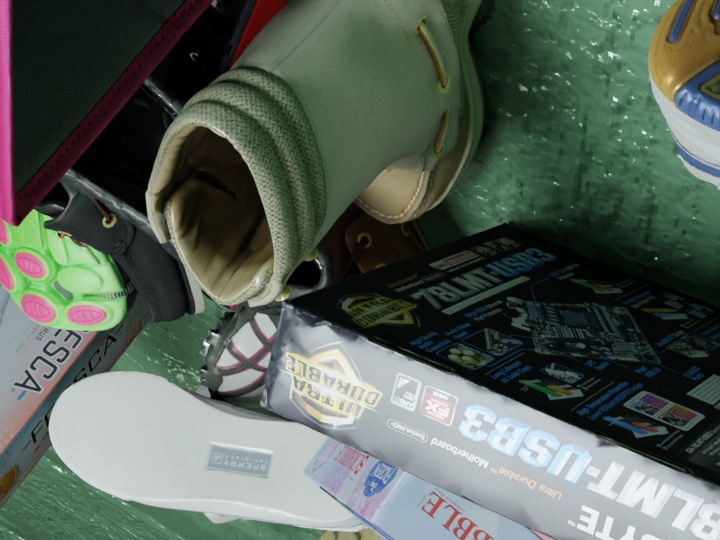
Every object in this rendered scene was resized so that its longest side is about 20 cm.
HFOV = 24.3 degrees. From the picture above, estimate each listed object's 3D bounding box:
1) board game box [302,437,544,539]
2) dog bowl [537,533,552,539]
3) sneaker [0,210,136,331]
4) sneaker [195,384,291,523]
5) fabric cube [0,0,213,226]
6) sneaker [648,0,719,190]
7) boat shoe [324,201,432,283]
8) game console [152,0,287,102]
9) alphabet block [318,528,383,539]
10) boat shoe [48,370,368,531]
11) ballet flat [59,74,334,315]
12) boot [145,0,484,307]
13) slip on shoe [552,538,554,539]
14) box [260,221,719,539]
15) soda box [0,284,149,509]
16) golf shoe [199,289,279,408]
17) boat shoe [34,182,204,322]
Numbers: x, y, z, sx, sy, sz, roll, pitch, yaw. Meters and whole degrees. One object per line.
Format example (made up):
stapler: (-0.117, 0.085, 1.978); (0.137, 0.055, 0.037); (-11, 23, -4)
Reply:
board game box: (0.073, 0.146, 0.760); (0.200, 0.041, 0.199); (39, 173, -6)
dog bowl: (0.106, 0.125, 0.885); (0.199, 0.074, 0.200); (28, 154, 15)
sneaker: (-0.172, -0.032, 0.927); (0.200, 0.083, 0.077); (37, 130, 46)
sneaker: (-0.045, 0.120, 1.002); (0.200, 0.099, 0.078); (20, 153, 50)
fabric cube: (-0.124, -0.175, 0.504); (0.199, 0.200, 0.196); (34, 155, 6)
sneaker: (0.188, -0.030, 0.537); (0.200, 0.075, 0.088); (31, 167, 24)
boat shoe: (0.000, 0.001, 0.775); (0.200, 0.072, 0.068); (48, -166, -24)
game console: (-0.109, -0.156, 0.722); (0.177, 0.031, 0.200); (41, 154, 2)
alphabet block: (0.033, 0.280, 1.025); (0.195, 0.196, 0.200); (44, 180, -16)
boat shoe: (-0.074, 0.103, 0.923); (0.199, 0.072, 0.069); (4, 159, 17)
ballet flat: (-0.090, -0.052, 0.692); (0.200, 0.067, 0.057); (35, 165, -15)
boot: (-0.014, -0.044, 0.641); (0.072, 0.155, 0.200); (29, 153, 13)
slip on shoe: (0.118, 0.102, 0.679); (0.074, 0.061, 0.200); (19, -164, 11)
box: (0.096, 0.047, 0.648); (0.198, 0.200, 0.050); (21, 108, 24)
soda box: (-0.194, 0.054, 0.980); (0.068, 0.200, 0.064); (30, 154, 12)
golf shoe: (-0.036, 0.031, 0.898); (0.088, 0.077, 0.200); (25, 153, 9)
boat shoe: (-0.130, -0.047, 0.798); (0.074, 0.063, 0.202); (48, 165, 46)
